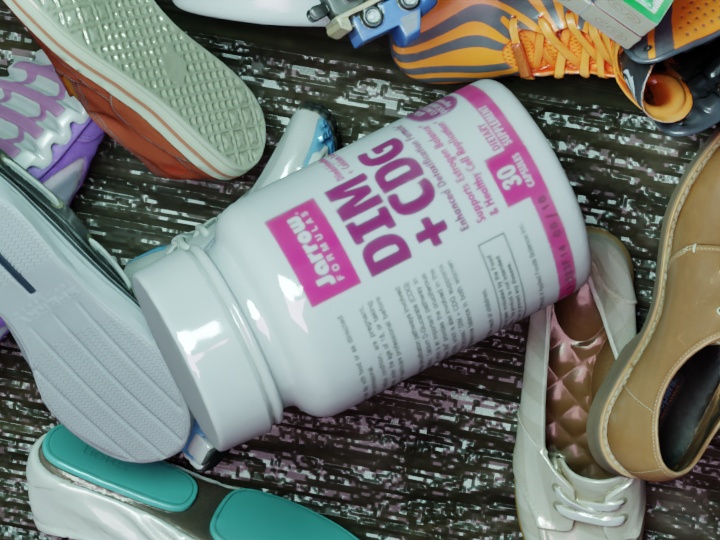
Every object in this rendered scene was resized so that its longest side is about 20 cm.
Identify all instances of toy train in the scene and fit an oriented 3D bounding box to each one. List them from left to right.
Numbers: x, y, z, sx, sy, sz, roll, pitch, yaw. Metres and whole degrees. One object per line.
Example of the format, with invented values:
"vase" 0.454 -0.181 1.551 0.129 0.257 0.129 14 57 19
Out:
"toy train" 0.067 -0.153 1.391 0.199 0.034 0.046 -25 92 -11

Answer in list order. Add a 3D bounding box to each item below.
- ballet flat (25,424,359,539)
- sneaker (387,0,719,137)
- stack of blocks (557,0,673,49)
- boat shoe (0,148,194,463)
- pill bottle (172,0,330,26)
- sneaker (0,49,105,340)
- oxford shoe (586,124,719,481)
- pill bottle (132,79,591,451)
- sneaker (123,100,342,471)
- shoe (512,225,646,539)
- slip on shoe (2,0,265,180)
"ballet flat" -0.084 0.142 1.535 0.199 0.069 0.070 21 104 8
"sneaker" 0.110 -0.113 1.414 0.199 0.112 0.078 -17 135 12
"stack of blocks" 0.063 -0.186 1.338 0.200 0.059 0.115 34 79 -4
"boat shoe" -0.142 0.010 1.447 0.072 0.071 0.200 -22 124 17
"pill bottle" -0.033 -0.224 1.422 0.111 0.111 0.201 5 102 8
"sneaker" -0.179 -0.024 1.507 0.088 0.080 0.200 38 87 -37
"oxford shoe" 0.181 0.014 1.440 0.071 0.071 0.201 22 86 -22
"pill bottle" 0.000 0.000 1.398 0.199 0.113 0.114 -27 97 -10
"sneaker" -0.075 -0.001 1.496 0.086 0.075 0.201 27 104 8
"shoe" 0.110 0.080 1.491 0.069 0.053 0.201 0 101 8
"slip on shoe" -0.129 -0.110 1.427 0.061 0.074 0.200 -16 133 38
